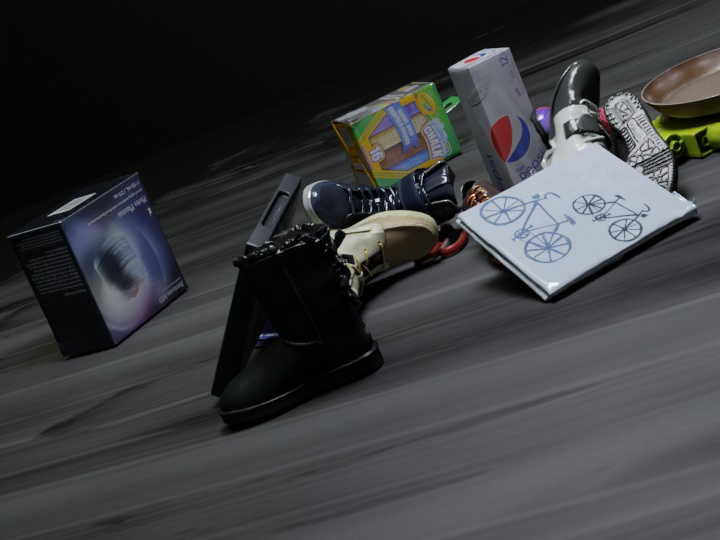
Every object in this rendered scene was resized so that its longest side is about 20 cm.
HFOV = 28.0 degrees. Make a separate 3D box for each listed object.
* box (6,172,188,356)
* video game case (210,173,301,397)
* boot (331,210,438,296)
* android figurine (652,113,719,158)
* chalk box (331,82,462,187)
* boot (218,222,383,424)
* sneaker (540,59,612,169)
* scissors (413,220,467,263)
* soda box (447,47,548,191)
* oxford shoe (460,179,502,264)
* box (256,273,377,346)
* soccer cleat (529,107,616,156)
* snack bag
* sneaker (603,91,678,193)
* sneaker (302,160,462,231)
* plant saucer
[{"bbox_3d":[-0.385,-0.011,2.147,0.122,0.200,0.200,-11,19,34],"label":"box"},{"bbox_3d":[-0.116,0.016,1.629,0.025,0.202,0.181,17,30,3],"label":"video game case"},{"bbox_3d":[0.000,0.000,1.716,0.198,0.073,0.155,-11,28,4],"label":"boot"},{"bbox_3d":[0.421,-0.182,1.763,0.181,0.041,0.200,-29,16,-15],"label":"android figurine"},{"bbox_3d":[0.076,-0.223,2.316,0.198,0.125,0.124,-26,13,-11],"label":"chalk box"},{"bbox_3d":[-0.084,0.053,1.493,0.196,0.164,0.073,-23,14,7],"label":"boot"},{"bbox_3d":[0.262,-0.146,1.672,0.074,0.202,0.088,16,-8,-37],"label":"sneaker"},{"bbox_3d":[0.116,-0.052,1.858,0.073,0.014,0.200,-21,13,22],"label":"scissors"},{"bbox_3d":[0.181,-0.172,1.790,0.063,0.202,0.068,-27,16,-16],"label":"soda box"},{"bbox_3d":[0.149,-0.061,1.665,0.071,0.072,0.200,-50,11,5],"label":"oxford shoe"},{"bbox_3d":[-0.076,0.035,1.818,0.199,0.033,0.121,-36,18,-35],"label":"box"},{"bbox_3d":[0.276,-0.176,1.775,0.073,0.069,0.199,-34,-23,27],"label":"soccer cleat"},{"bbox_3d":[0.228,-0.058,1.543,0.199,0.022,0.188,-29,38,-15],"label":"snack bag"},{"bbox_3d":[0.327,-0.128,1.655,0.059,0.104,0.201,-23,51,12],"label":"sneaker"},{"bbox_3d":[0.036,-0.093,1.801,0.145,0.078,0.201,-27,-25,38],"label":"sneaker"},{"bbox_3d":[0.443,-0.232,1.761,0.198,0.032,0.200,-21,17,7],"label":"plant saucer"}]
